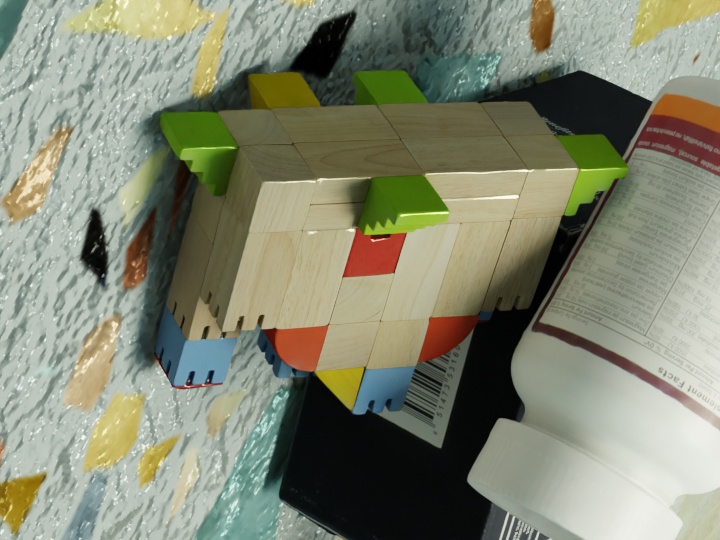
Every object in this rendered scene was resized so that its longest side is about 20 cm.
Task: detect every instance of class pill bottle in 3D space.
[{"bbox_3d":[0.133,0.026,1.224,0.201,0.109,0.110,-60,155,-7],"label":"pill bottle"}]

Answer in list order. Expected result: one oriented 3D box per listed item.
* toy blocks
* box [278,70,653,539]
[{"bbox_3d":[0.000,0.000,1.205,0.199,0.100,0.137,-4,129,-28],"label":"toy blocks"},{"bbox_3d":[0.078,0.027,1.382,0.198,0.123,0.201,-19,130,-53],"label":"box"}]
